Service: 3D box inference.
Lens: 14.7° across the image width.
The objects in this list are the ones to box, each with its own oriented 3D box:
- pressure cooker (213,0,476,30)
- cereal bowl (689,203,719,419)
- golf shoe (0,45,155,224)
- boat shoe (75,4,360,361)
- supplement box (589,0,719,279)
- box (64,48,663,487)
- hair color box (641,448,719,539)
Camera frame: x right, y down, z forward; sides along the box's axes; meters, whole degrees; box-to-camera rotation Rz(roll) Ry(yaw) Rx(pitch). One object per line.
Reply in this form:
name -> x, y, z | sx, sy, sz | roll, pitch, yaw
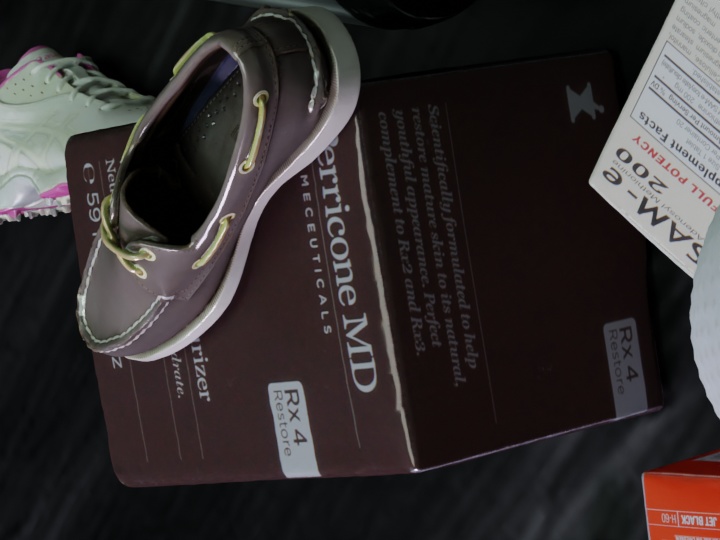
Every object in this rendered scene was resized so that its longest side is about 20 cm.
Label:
pressure cooker -> -0.041, -0.199, 1.213 | 0.200, 0.176, 0.179 | 12, 68, 35
cereal bowl -> 0.202, -0.013, 1.009 | 0.083, 0.200, 0.200 | 56, 134, 40
golf shoe -> -0.149, -0.076, 1.450 | 0.200, 0.075, 0.092 | -8, 89, 46
boat shoe -> -0.073, -0.031, 1.146 | 0.200, 0.060, 0.072 | -51, 62, 39
supplement box -> 0.185, -0.099, 1.053 | 0.074, 0.126, 0.200 | 44, 128, 30
box -> 0.000, 0.000, 1.239 | 0.200, 0.164, 0.166 | -7, 92, 47
hair color box -> 0.178, 0.171, 1.138 | 0.061, 0.101, 0.200 | 0, 99, 46
